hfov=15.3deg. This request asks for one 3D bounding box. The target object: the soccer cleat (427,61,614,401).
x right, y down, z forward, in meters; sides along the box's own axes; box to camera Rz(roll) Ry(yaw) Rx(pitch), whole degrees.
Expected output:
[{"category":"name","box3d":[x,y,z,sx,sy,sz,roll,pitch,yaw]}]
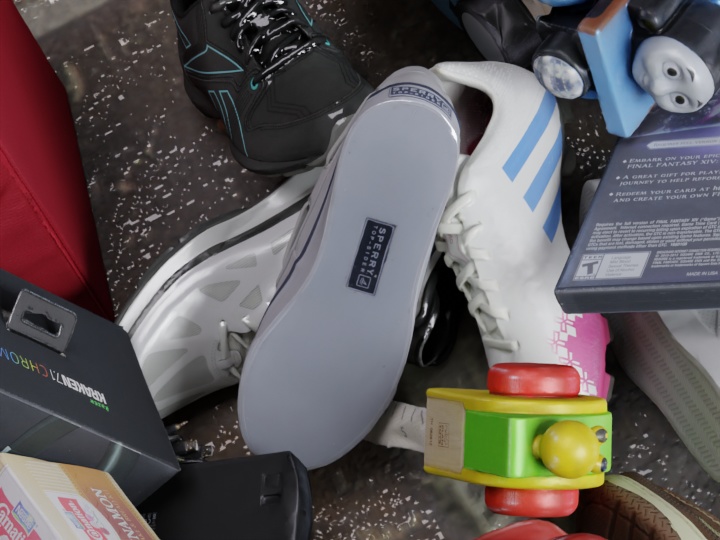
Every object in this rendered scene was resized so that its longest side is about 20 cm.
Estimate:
[{"category":"soccer cleat","box3d":[0.063,-0.009,1.266,0.070,0.086,0.201,-36,52,45]}]

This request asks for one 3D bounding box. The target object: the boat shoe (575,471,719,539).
[{"category":"boat shoe","box3d":[0.173,0.155,1.159,0.075,0.075,0.202,-12,40,-30]}]

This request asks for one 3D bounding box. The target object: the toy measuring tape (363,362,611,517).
[{"category":"toy measuring tape","box3d":[0.062,0.073,1.216,0.074,0.074,0.200,-47,18,-15]}]

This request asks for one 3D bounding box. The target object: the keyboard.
[{"category":"keyboard","box3d":[-0.101,0.126,1.275,0.199,0.040,0.105,-9,61,30]}]

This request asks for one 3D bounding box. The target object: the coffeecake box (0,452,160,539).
[{"category":"coffeecake box","box3d":[-0.148,0.207,1.167,0.200,0.073,0.154,-55,52,16]}]

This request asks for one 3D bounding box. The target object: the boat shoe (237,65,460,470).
[{"category":"boat shoe","box3d":[0.000,0.000,1.242,0.073,0.201,0.065,24,23,-5]}]

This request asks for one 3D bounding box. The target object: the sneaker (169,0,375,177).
[{"category":"sneaker","box3d":[-0.052,-0.105,1.349,0.075,0.080,0.200,-29,28,-16]}]

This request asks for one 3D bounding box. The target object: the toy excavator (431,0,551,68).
[{"category":"toy excavator","box3d":[0.044,-0.192,1.413,0.100,0.200,0.195,-38,95,-10]}]

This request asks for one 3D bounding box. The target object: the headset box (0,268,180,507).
[{"category":"headset box","box3d":[-0.208,0.083,1.223,0.200,0.174,0.093,-40,51,19]}]

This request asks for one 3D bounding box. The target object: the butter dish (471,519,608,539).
[{"category":"butter dish","box3d":[0.077,0.186,1.053,0.199,0.148,0.200,-23,70,-33]}]

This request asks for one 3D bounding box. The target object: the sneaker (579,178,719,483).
[{"category":"sneaker","box3d":[0.183,0.018,1.246,0.115,0.074,0.200,-12,40,-14]}]

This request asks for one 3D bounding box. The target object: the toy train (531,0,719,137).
[{"category":"toy train","box3d":[0.164,-0.148,1.267,0.114,0.087,0.200,17,54,37]}]

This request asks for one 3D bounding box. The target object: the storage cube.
[{"category":"storage cube","box3d":[-0.243,-0.052,1.359,0.170,0.180,0.201,-20,54,5]}]

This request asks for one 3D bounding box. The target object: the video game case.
[{"category":"video game case","box3d":[0.183,-0.057,1.228,0.142,0.019,0.200,-3,42,30]}]

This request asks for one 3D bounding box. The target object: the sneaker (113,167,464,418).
[{"category":"sneaker","box3d":[-0.028,0.022,1.300,0.200,0.076,0.115,-40,52,-13]}]
